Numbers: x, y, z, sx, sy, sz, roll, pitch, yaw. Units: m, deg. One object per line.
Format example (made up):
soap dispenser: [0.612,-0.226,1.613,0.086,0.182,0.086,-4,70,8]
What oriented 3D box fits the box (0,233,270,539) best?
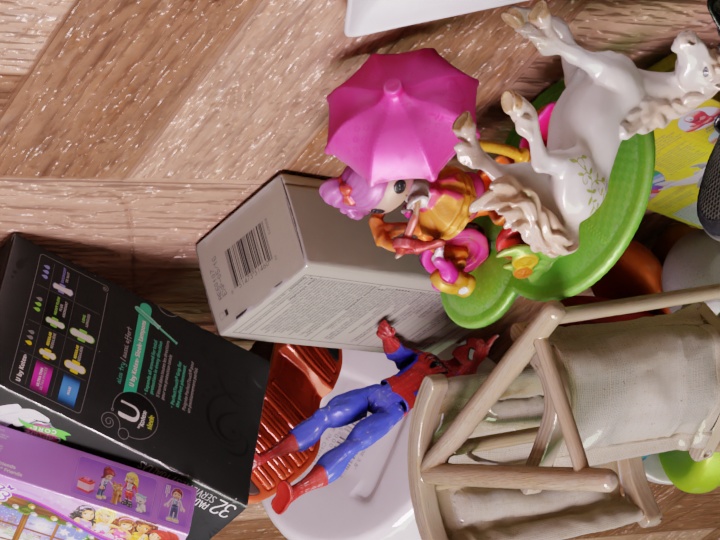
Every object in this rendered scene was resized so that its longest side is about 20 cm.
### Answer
box: [-0.184,0.098,1.566,0.199,0.125,0.149,27,135,-21]

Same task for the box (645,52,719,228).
box: [0.218,-0.089,1.622,0.117,0.049,0.200,-31,154,28]

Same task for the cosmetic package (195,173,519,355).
cosmetic package: [0.000,0.000,1.630,0.199,0.073,0.103,7,147,-43]

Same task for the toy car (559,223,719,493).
toy car: [0.212,0.065,1.767,0.149,0.201,0.175,-2,167,-21]

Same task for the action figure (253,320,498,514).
action figure: [0.015,0.079,1.617,0.200,0.065,0.099,-28,151,-34]

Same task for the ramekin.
ramekin: [0.016,0.134,1.783,0.200,0.201,0.098,-28,145,22]

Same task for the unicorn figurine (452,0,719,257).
unicorn figurine: [0.136,-0.096,1.408,0.137,0.200,0.074,36,171,-26]

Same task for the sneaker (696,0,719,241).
sneaker: [0.244,-0.115,1.495,0.114,0.076,0.200,15,112,-38]

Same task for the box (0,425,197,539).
box: [-0.217,0.157,1.514,0.199,0.039,0.137,19,138,-10]

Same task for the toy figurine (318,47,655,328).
toy figurine: [0.048,-0.061,1.478,0.184,0.151,0.200,19,132,-35]

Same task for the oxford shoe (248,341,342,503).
oxford shoe: [-0.071,0.105,1.694,0.072,0.071,0.200,-29,-163,30]

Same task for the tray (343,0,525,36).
tray: [0.086,-0.186,1.360,0.199,0.022,0.108,-13,154,-10]

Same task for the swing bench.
swing bench: [0.158,0.099,1.583,0.198,0.130,0.200,-7,164,-36]
